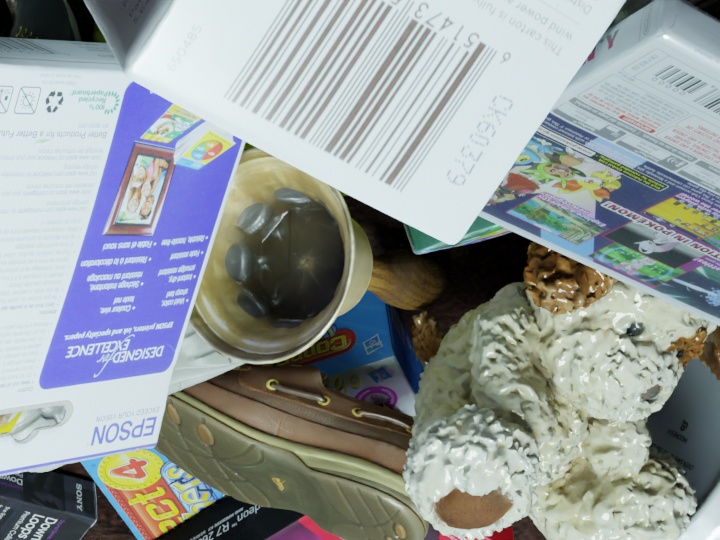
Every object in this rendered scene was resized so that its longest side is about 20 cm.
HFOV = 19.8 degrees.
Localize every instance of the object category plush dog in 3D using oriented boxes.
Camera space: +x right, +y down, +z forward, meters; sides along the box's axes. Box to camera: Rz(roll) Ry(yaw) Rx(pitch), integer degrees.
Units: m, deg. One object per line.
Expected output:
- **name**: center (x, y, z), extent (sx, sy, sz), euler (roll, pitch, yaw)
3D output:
- **plush dog**: center (0.113, 0.041, 1.055), extent (0.172, 0.161, 0.199), euler (-43, 140, 23)

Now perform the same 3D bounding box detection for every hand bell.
- **hand bell**: center (0.000, 0.000, 1.076), extent (0.104, 0.105, 0.200), euler (-32, 161, 23)

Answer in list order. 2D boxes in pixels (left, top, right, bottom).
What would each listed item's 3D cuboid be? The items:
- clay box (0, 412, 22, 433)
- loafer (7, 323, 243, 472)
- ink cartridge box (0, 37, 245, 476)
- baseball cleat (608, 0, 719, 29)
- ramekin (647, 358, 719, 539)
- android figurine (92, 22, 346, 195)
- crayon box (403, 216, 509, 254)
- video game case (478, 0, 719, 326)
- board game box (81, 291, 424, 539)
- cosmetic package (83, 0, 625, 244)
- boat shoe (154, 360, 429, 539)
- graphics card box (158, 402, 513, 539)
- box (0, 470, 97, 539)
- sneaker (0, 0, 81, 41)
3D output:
- **clay box**: center (-0.188, 0.018, 0.963), extent (0.047, 0.201, 0.115), euler (23, 167, 30)
- **loafer**: center (-0.113, 0.035, 1.070), extent (0.199, 0.070, 0.070), euler (-29, 110, -27)
- **ink cartridge box**: center (-0.143, -0.005, 0.925), extent (0.197, 0.043, 0.202), euler (-5, 116, -54)
- **baseball cleat**: center (0.171, -0.139, 0.989), extent (0.106, 0.070, 0.200), euler (26, 128, -30)
- **ramekin**: center (0.196, 0.126, 1.186), extent (0.094, 0.203, 0.202), euler (37, 122, -24)
- **android figurine**: center (-0.025, -0.107, 1.015), extent (0.198, 0.041, 0.183), euler (-11, 137, 5)
- **crayon box**: center (0.124, -0.063, 1.014), extent (0.198, 0.052, 0.126), euler (-19, 178, 17)
- **video game case**: center (0.150, -0.035, 0.864), extent (0.199, 0.023, 0.182), euler (23, 154, -23)
- **board game box**: center (-0.043, 0.117, 1.234), extent (0.194, 0.056, 0.201), euler (-18, 136, 10)
- **cosmetic package**: center (-0.010, -0.149, 0.827), extent (0.164, 0.200, 0.166), euler (26, 107, -32)
- **boat shoe**: center (-0.042, 0.086, 1.112), extent (0.199, 0.068, 0.072), euler (20, 145, 20)
- **graphics card box**: center (-0.023, 0.168, 1.212), extent (0.199, 0.051, 0.125), euler (-32, 132, 24)
- **box**: center (-0.279, 0.156, 1.255), extent (0.199, 0.036, 0.143), euler (20, 131, -25)
- **sneaker**: center (-0.174, -0.104, 0.945), extent (0.074, 0.107, 0.201), euler (-9, 137, 1)
